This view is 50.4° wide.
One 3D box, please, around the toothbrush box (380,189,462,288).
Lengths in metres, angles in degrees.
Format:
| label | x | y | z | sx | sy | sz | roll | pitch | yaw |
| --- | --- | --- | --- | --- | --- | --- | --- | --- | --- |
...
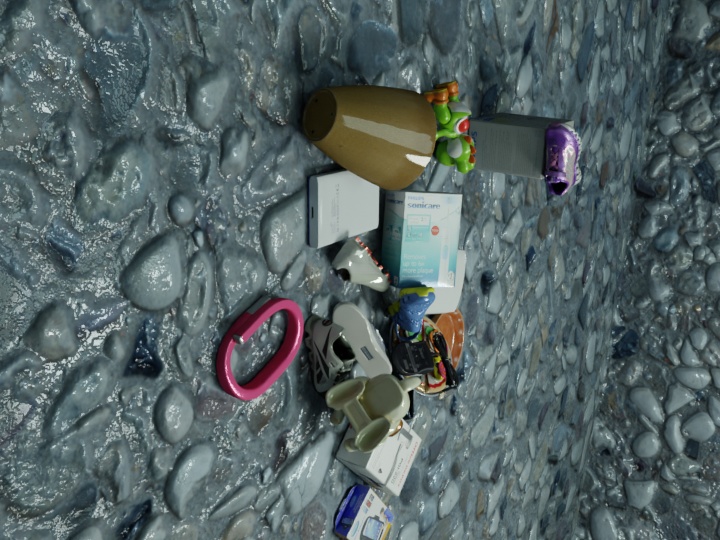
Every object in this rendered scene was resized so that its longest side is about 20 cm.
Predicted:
| label | x | y | z | sx | sy | sz | roll | pitch | yaw |
| --- | --- | --- | --- | --- | --- | --- | --- | --- | --- |
| toothbrush box | 0.127 | -0.068 | 1.613 | 0.146 | 0.085 | 0.201 | 0 | 98 | -29 |

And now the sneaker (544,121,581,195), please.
| label | x | y | z | sx | sy | sz | roll | pitch | yaw |
| --- | --- | --- | --- | --- | --- | --- | --- | --- | --- |
| sneaker | 0.459 | -0.250 | 1.765 | 0.089 | 0.080 | 0.201 | -50 | 140 | -24 |

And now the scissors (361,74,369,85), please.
| label | x | y | z | sx | sy | sz | roll | pitch | yaw |
| --- | --- | --- | --- | --- | --- | --- | --- | --- | --- |
| scissors | 0.046 | -0.327 | 1.530 | 0.073 | 0.014 | 0.201 | -55 | 140 | -29 |

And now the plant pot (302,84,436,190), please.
| label | x | y | z | sx | sy | sz | roll | pitch | yaw |
| --- | --- | --- | --- | --- | --- | --- | --- | --- | --- |
| plant pot | 0.002 | -0.253 | 1.355 | 0.199 | 0.186 | 0.188 | 9 | 92 | -43 |

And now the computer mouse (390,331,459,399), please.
| label | x | y | z | sx | sy | sz | roll | pitch | yaw |
| --- | --- | --- | --- | --- | --- | --- | --- | --- | --- |
| computer mouse | 0.133 | 0.215 | 1.639 | 0.199 | 0.046 | 0.141 | -9 | 75 | -51 |

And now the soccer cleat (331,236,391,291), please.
| label | x | y | z | sx | sy | sz | roll | pitch | yaw |
| --- | --- | --- | --- | --- | --- | --- | --- | --- | --- |
| soccer cleat | 0.000 | 0.000 | 1.522 | 0.078 | 0.069 | 0.200 | -42 | 149 | -1 |

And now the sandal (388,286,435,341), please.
| label | x | y | z | sx | sy | sz | roll | pitch | yaw |
| --- | --- | --- | --- | --- | --- | --- | --- | --- | --- |
| sandal | 0.112 | 0.091 | 1.608 | 0.200 | 0.079 | 0.088 | 110 | -24 | -68 |

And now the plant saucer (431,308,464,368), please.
| label | x | y | z | sx | sy | sz | roll | pitch | yaw |
| --- | --- | --- | --- | --- | --- | --- | --- | --- | --- |
| plant saucer | 0.202 | 0.188 | 1.912 | 0.200 | 0.032 | 0.202 | -26 | 121 | -52 |

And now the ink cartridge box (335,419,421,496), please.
| label | x | y | z | sx | sy | sz | roll | pitch | yaw |
| --- | --- | --- | --- | --- | --- | --- | --- | --- | --- |
| ink cartridge box | 0.045 | 0.392 | 1.686 | 0.146 | 0.084 | 0.200 | -64 | 146 | -21 |

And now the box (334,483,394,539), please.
| label | x | y | z | sx | sy | sz | roll | pitch | yaw |
| --- | --- | --- | --- | --- | --- | --- | --- | --- | --- |
| box | 0.008 | 0.567 | 1.726 | 0.119 | 0.041 | 0.200 | -61 | 146 | -25 |

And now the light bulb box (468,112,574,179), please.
| label | x | y | z | sx | sy | sz | roll | pitch | yaw |
| --- | --- | --- | --- | --- | --- | --- | --- | --- | --- |
| light bulb box | 0.397 | -0.314 | 1.898 | 0.198 | 0.199 | 0.126 | -23 | 120 | -51 |

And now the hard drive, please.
| label | x | y | z | sx | sy | sz | roll | pitch | yaw |
| --- | --- | --- | --- | --- | --- | --- | --- | --- | --- |
| hard drive | -0.029 | -0.128 | 1.462 | 0.200 | 0.025 | 0.133 | -22 | 118 | -52 |

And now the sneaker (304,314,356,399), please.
| label | x | y | z | sx | sy | sz | roll | pitch | yaw |
| --- | --- | --- | --- | --- | --- | --- | --- | --- | --- |
| sneaker | -0.048 | 0.183 | 1.476 | 0.074 | 0.088 | 0.201 | -48 | 138 | -40 |

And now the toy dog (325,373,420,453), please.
| label | x | y | z | sx | sy | sz | roll | pitch | yaw |
| --- | --- | --- | --- | --- | --- | --- | --- | --- | --- |
| toy dog | 0.027 | 0.271 | 1.519 | 0.194 | 0.140 | 0.200 | -42 | 164 | -11 |

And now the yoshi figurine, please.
| label | x | y | z | sx | sy | sz | roll | pitch | yaw |
| --- | --- | --- | --- | --- | --- | --- | --- | --- | --- |
| yoshi figurine | 0.192 | -0.312 | 1.709 | 0.112 | 0.112 | 0.201 | -105 | 175 | -71 |

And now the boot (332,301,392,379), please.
| label | x | y | z | sx | sy | sz | roll | pitch | yaw |
| --- | --- | --- | --- | --- | --- | --- | --- | --- | --- |
| boot | 0.001 | 0.131 | 1.566 | 0.090 | 0.072 | 0.201 | -93 | 158 | -63 |

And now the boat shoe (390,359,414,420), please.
| label | x | y | z | sx | sy | sz | roll | pitch | yaw |
| --- | --- | --- | --- | --- | --- | --- | --- | --- | --- |
| boat shoe | 0.112 | 0.242 | 1.752 | 0.084 | 0.068 | 0.201 | -8 | 103 | -54 |

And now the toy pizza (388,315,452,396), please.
| label | x | y | z | sx | sy | sz | roll | pitch | yaw |
| --- | --- | --- | --- | --- | --- | --- | --- | --- | --- |
| toy pizza | 0.143 | 0.183 | 1.717 | 0.199 | 0.032 | 0.201 | 23 | 52 | -34 |

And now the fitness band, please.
| label | x | y | z | sx | sy | sz | roll | pitch | yaw |
| --- | --- | --- | --- | --- | --- | --- | --- | --- | --- |
| fitness band | -0.168 | 0.132 | 1.320 | 0.200 | 0.037 | 0.144 | -46 | 136 | -38 |

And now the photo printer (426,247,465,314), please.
| label | x | y | z | sx | sy | sz | roll | pitch | yaw |
| --- | --- | --- | --- | --- | --- | --- | --- | --- | --- |
| photo printer | 0.179 | 0.020 | 1.788 | 0.200 | 0.069 | 0.168 | 4 | 96 | -57 |
